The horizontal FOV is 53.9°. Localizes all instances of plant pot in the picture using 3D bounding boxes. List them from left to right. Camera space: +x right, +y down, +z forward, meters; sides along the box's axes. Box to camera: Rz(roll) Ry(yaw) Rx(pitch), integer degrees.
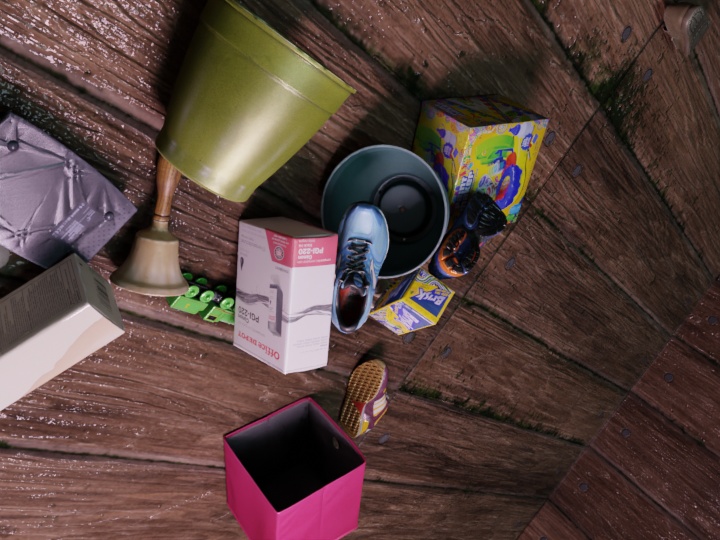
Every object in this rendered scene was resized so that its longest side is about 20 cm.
[{"bbox_3d":[-0.141,-0.194,0.843,0.200,0.200,0.193,23,108,-50],"label":"plant pot"},{"bbox_3d":[0.053,-0.096,1.128,0.201,0.200,0.134,-62,167,15],"label":"plant pot"}]

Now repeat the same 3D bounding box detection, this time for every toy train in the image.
[{"bbox_3d":[-0.215,0.055,1.093,0.056,0.042,0.200,-47,143,13],"label":"toy train"}]

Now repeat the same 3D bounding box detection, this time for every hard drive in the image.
[{"bbox_3d":[-0.373,-0.085,0.824,0.135,0.042,0.200,-48,143,-3],"label":"hard drive"}]

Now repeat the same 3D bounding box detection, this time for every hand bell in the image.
[{"bbox_3d":[-0.261,-0.077,0.925,0.104,0.104,0.201,0,108,-44],"label":"hand bell"}]

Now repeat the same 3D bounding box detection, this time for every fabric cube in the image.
[{"bbox_3d":[-0.126,0.401,1.332,0.199,0.196,0.200,-21,133,-31],"label":"fabric cube"}]

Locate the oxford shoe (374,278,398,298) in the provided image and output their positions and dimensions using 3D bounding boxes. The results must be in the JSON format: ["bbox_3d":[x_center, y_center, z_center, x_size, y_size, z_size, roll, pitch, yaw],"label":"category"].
[{"bbox_3d":[0.031,0.016,1.290,0.074,0.071,0.200,-19,139,4],"label":"oxford shoe"}]

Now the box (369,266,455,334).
[{"bbox_3d":[0.079,0.054,1.154,0.064,0.070,0.200,-57,-175,-16],"label":"box"}]

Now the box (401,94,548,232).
[{"bbox_3d":[0.191,-0.183,1.222,0.192,0.122,0.201,-14,129,-35],"label":"box"}]

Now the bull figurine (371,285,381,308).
[{"bbox_3d":[-0.048,0.027,1.188,0.200,0.121,0.065,42,45,-59],"label":"bull figurine"}]

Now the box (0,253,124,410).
[{"bbox_3d":[-0.400,0.079,0.859,0.200,0.095,0.078,-31,143,0],"label":"box"}]

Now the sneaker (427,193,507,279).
[{"bbox_3d":[0.166,-0.056,1.140,0.200,0.075,0.078,-44,-173,-37],"label":"sneaker"}]

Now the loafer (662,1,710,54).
[{"bbox_3d":[0.671,-0.509,1.465,0.076,0.067,0.200,-55,157,12],"label":"loafer"}]

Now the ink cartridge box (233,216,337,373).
[{"bbox_3d":[-0.114,0.033,1.044,0.085,0.145,0.201,-8,108,-40],"label":"ink cartridge box"}]

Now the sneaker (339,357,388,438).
[{"bbox_3d":[0.023,0.252,1.462,0.090,0.075,0.201,-15,137,-46],"label":"sneaker"}]

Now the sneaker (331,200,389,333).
[{"bbox_3d":[0.000,0.000,1.031,0.078,0.090,0.201,6,100,-3],"label":"sneaker"}]

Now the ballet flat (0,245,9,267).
[{"bbox_3d":[-0.468,-0.029,0.761,0.067,0.064,0.200,-52,142,4],"label":"ballet flat"}]
